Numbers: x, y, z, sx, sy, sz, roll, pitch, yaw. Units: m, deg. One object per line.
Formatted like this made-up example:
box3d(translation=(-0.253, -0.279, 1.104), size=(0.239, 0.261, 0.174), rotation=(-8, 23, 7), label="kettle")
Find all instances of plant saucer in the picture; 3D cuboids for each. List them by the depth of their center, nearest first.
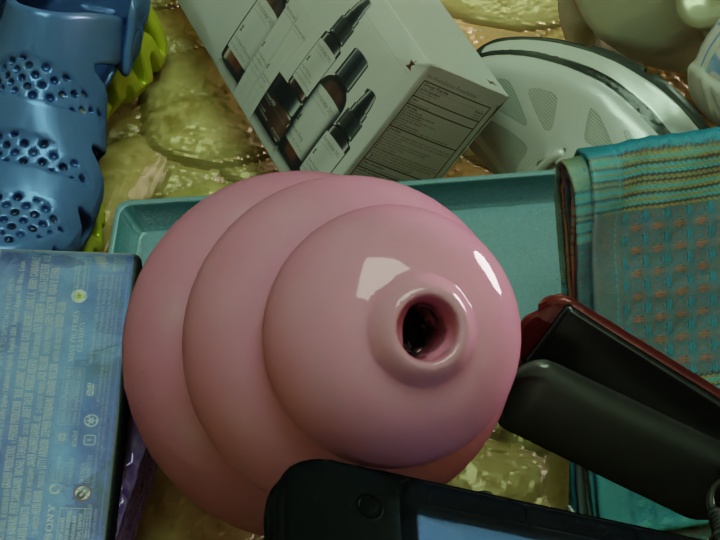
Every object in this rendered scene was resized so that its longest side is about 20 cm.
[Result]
box3d(translation=(0.000, 0.000, 0.991), size=(0.199, 0.019, 0.070), rotation=(-4, 55, 17), label="plant saucer")

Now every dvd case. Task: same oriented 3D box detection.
box3d(translation=(-0.179, 0.054, 0.919), size=(0.199, 0.018, 0.143), rotation=(2, 58, 1), label="dvd case")

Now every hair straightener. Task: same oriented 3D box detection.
box3d(translation=(0.129, 0.089, 0.889), size=(0.200, 0.041, 0.077), rotation=(35, 40, -7), label="hair straightener")

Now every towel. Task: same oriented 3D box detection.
box3d(translation=(0.167, 0.018, 0.946), size=(0.199, 0.148, 0.022), rotation=(-7, 13, -11), label="towel")

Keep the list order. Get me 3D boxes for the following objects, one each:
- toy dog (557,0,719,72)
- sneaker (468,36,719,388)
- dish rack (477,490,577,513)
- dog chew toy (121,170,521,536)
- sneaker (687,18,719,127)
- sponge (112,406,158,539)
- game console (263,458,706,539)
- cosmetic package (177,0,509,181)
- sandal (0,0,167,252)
box3d(translation=(0.196, -0.133, 1.094), size=(0.199, 0.194, 0.140), rotation=(-1, 50, -32), label="toy dog")
box3d(translation=(0.088, -0.011, 1.008), size=(0.200, 0.076, 0.115), rotation=(36, 51, 26), label="sneaker")
box3d(translation=(0.059, 0.154, 0.800), size=(0.153, 0.055, 0.201), rotation=(-15, 65, -37), label="dish rack")
box3d(translation=(-0.006, 0.024, 0.860), size=(0.124, 0.200, 0.125), rotation=(1, 85, -16), label="dog chew toy")
box3d(translation=(0.210, -0.036, 0.989), size=(0.200, 0.073, 0.072), rotation=(36, 18, -20), label="sneaker")
box3d(translation=(-0.168, 0.047, 0.953), size=(0.199, 0.030, 0.112), rotation=(10, 57, 7), label="sponge")
box3d(translation=(0.084, 0.117, 0.728), size=(0.199, 0.118, 0.171), rotation=(14, 50, -20), label="game console")
box3d(translation=(-0.022, -0.108, 1.090), size=(0.051, 0.083, 0.200), rotation=(21, 27, -43), label="cosmetic package")
box3d(translation=(-0.128, -0.071, 1.052), size=(0.079, 0.087, 0.201), rotation=(8, 46, 3), label="sandal")
